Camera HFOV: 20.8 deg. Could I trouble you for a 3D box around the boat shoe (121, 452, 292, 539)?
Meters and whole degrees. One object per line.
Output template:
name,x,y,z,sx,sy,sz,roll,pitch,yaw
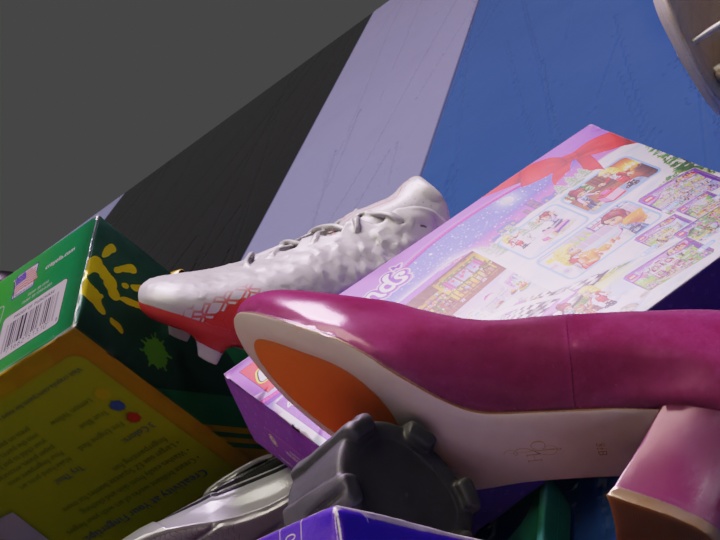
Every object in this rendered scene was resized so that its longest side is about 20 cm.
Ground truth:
boat shoe,-0.038,0.117,0.820,0.199,0.073,0.071,-27,4,0

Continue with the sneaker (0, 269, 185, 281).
sneaker,-0.113,0.033,0.978,0.070,0.199,0.091,-44,35,36

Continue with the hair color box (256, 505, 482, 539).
hair color box,-0.034,0.136,0.594,0.199,0.109,0.065,-30,56,37

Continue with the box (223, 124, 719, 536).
box,0.061,0.022,0.767,0.199,0.039,0.137,-34,30,-17

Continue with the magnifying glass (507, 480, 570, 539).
magnifying glass,0.054,0.107,0.673,0.079,0.022,0.200,-39,13,-8

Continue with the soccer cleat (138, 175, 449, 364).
soccer cleat,0.000,0.000,0.848,0.198,0.086,0.069,4,11,-23

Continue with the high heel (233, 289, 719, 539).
high heel,0.056,0.027,0.660,0.199,0.068,0.096,17,54,31

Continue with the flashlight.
flashlight,-0.033,0.112,0.691,0.200,0.067,0.069,-48,35,49

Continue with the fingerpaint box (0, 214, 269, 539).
fingerpaint box,-0.133,0.087,0.909,0.199,0.167,0.074,-31,34,31

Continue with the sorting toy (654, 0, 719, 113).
sorting toy,0.213,-0.216,0.978,0.199,0.181,0.107,-33,13,17
